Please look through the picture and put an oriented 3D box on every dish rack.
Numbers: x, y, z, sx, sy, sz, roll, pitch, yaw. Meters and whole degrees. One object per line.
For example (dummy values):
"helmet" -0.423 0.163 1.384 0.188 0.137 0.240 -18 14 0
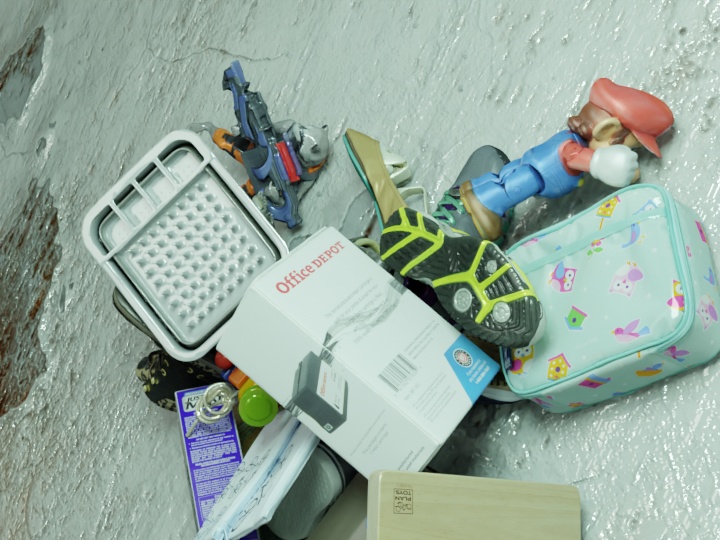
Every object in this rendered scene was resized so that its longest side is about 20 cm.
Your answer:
"dish rack" -0.178 -0.025 1.224 0.171 0.044 0.200 -42 78 8

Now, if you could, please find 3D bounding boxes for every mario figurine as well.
"mario figurine" 0.193 -0.084 1.048 0.199 0.106 0.124 -30 47 13

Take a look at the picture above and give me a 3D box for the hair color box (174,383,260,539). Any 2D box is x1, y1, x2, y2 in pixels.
"hair color box" -0.150 0.233 1.238 0.110 0.064 0.201 91 166 -46

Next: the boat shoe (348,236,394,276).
"boat shoe" -0.001 -0.001 1.199 0.066 0.072 0.201 -47 12 1

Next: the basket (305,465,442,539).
"basket" 0.018 0.267 1.040 0.202 0.179 0.136 -61 2 -5

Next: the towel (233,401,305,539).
"towel" -0.074 0.194 1.258 0.146 0.022 0.202 -40 47 27

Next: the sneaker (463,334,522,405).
"sneaker" 0.066 0.118 1.112 0.198 0.070 0.110 11 120 20

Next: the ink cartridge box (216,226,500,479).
"ink cartridge box" 0.000 0.074 0.996 0.199 0.145 0.084 39 124 8

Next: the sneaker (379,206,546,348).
"sneaker" 0.101 0.002 1.024 0.200 0.076 0.076 42 111 45

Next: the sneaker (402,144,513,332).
"sneaker" 0.088 -0.035 1.139 0.074 0.087 0.202 11 81 47

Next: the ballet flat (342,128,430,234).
"ballet flat" 0.036 -0.083 1.247 0.062 0.069 0.202 -23 55 4

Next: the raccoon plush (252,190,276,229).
"raccoon plush" -0.084 -0.001 1.309 0.134 0.199 0.097 -55 -6 -49

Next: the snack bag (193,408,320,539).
"snack bag" -0.084 0.180 1.090 0.189 0.021 0.200 -56 9 -34

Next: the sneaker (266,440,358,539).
"sneaker" -0.041 0.206 1.147 0.079 0.079 0.200 55 147 6

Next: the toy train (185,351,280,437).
"toy train" -0.106 0.120 1.151 0.200 0.084 0.116 -48 17 9

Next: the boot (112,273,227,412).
"boot" -0.213 0.089 1.318 0.150 0.199 0.074 -34 33 47

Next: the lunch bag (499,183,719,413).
"lunch bag" 0.202 0.024 1.002 0.199 0.077 0.162 -26 56 36

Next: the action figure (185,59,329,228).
"action figure" -0.116 -0.157 1.384 0.192 0.104 0.202 1 114 39

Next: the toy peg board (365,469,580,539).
"toy peg board" 0.072 0.272 0.942 0.098 0.198 0.202 -22 62 56
